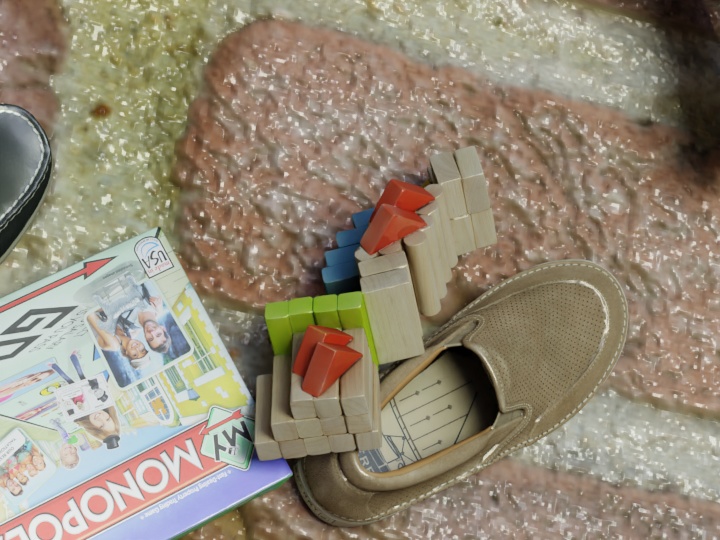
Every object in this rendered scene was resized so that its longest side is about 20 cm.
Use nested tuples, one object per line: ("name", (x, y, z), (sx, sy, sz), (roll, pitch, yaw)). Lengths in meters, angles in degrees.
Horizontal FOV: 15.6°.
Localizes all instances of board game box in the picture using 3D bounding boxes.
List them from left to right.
("board game box", (-0.147, 0.080, 1.193), (0.199, 0.029, 0.135), (-26, 82, -25))

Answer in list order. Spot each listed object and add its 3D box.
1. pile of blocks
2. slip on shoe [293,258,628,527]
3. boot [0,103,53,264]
("pile of blocks", (0.000, 0.000, 1.233), (0.082, 0.062, 0.200), (10, 45, 25))
("slip on shoe", (0.057, 0.054, 1.257), (0.199, 0.061, 0.076), (-28, 83, -25))
("boot", (-0.201, -0.022, 1.138), (0.203, 0.154, 0.074), (-39, 88, -26))
